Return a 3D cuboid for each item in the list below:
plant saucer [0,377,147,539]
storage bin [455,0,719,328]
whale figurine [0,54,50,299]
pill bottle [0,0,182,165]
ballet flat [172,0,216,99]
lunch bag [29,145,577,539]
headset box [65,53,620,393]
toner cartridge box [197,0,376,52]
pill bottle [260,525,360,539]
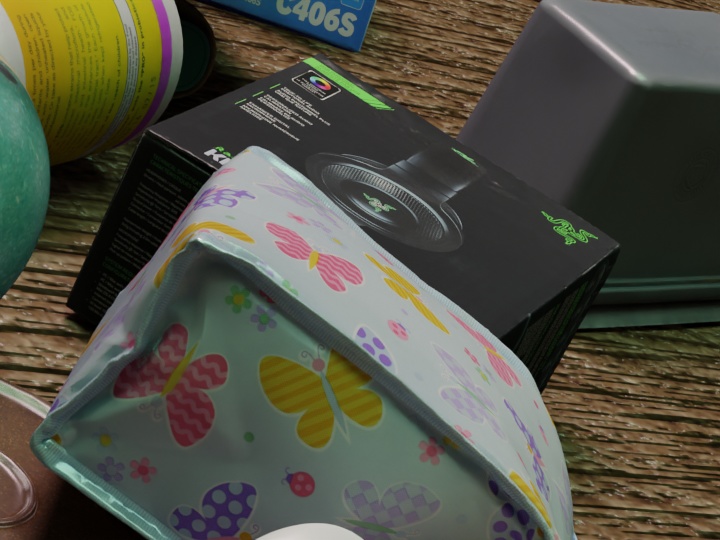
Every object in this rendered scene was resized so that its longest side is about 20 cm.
[{"bbox_3d":[-0.145,0.083,1.027,0.200,0.032,0.200,23,24,-11],"label":"plant saucer"},{"bbox_3d":[0.132,-0.067,1.501,0.200,0.135,0.146,0,34,-48],"label":"storage bin"},{"bbox_3d":[-0.204,-0.046,1.074,0.200,0.159,0.104,36,11,-34],"label":"whale figurine"},{"bbox_3d":[-0.168,-0.090,1.269,0.104,0.105,0.200,34,24,17],"label":"pill bottle"},{"bbox_3d":[-0.166,-0.132,1.427,0.199,0.069,0.063,22,8,-29],"label":"ballet flat"},{"bbox_3d":[-0.006,0.068,1.063,0.200,0.127,0.170,37,14,-6],"label":"lunch bag"},{"bbox_3d":[0.000,0.000,1.274,0.174,0.093,0.200,33,23,13],"label":"headset box"},{"bbox_3d":[-0.082,-0.160,1.492,0.095,0.043,0.200,15,5,-35],"label":"toner cartridge box"},{"bbox_3d":[0.022,0.176,0.895,0.104,0.105,0.200,-3,36,-49],"label":"pill bottle"}]
